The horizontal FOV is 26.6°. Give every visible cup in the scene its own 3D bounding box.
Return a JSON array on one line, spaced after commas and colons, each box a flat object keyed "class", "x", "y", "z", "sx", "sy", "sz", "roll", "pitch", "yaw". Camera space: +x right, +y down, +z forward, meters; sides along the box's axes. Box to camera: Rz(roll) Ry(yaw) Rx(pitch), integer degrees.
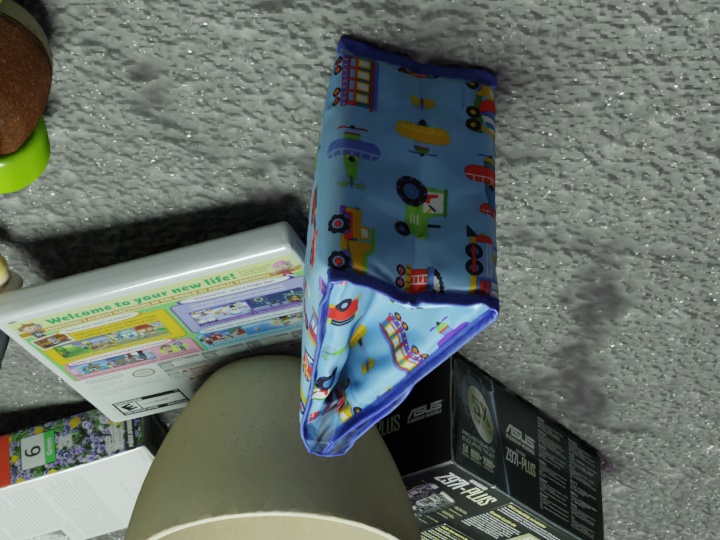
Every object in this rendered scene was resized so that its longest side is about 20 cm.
[{"class": "cup", "x": -0.058, "y": 0.143, "z": 1.011, "sx": 0.198, "sy": 0.144, "sz": 0.201, "roll": -2, "pitch": 143, "yaw": -1}]

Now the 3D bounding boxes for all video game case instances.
[{"class": "video game case", "x": -0.110, "y": 0.039, "z": 0.997, "sx": 0.198, "sy": 0.022, "sz": 0.182, "roll": -14, "pitch": 151, "yaw": 12}]

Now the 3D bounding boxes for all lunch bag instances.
[{"class": "lunch bag", "x": 0.000, "y": 0.000, "z": 0.845, "sx": 0.093, "sy": 0.152, "sz": 0.200, "roll": 11, "pitch": 146, "yaw": -13}]

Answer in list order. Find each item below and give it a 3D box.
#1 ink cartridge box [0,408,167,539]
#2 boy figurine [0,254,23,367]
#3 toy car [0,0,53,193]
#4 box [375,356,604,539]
[{"class": "ink cartridge box", "x": -0.242, "y": 0.167, "z": 1.177, "sx": 0.198, "sy": 0.051, "sz": 0.109, "roll": -16, "pitch": 144, "yaw": 5}, {"class": "boy figurine", "x": -0.275, "y": 0.002, "z": 0.952, "sx": 0.123, "sy": 0.065, "sz": 0.201, "roll": 1, "pitch": 151, "yaw": 5}, {"class": "toy car", "x": -0.239, "y": -0.047, "z": 0.745, "sx": 0.156, "sy": 0.202, "sz": 0.165, "roll": 2, "pitch": 147, "yaw": 1}, {"class": "box", "x": 0.063, "y": 0.162, "z": 1.149, "sx": 0.163, "sy": 0.087, "sz": 0.199, "roll": -23, "pitch": 140, "yaw": 34}]
